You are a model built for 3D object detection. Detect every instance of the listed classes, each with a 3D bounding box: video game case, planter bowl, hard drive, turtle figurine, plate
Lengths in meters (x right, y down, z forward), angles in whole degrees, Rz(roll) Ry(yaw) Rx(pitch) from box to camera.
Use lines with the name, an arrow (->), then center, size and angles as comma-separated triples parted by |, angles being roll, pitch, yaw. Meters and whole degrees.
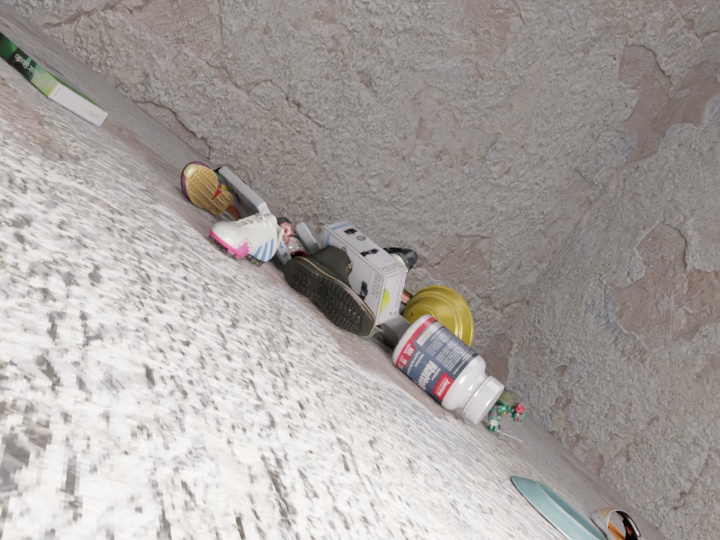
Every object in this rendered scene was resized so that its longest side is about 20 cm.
video game case -> -0.212, -0.102, 1.353 | 0.199, 0.022, 0.184 | 40, -22, 46
planter bowl -> 0.156, 0.134, 1.527 | 0.200, 0.203, 0.083 | 39, 18, 33
hard drive -> -0.098, -0.050, 1.497 | 0.133, 0.026, 0.200 | 57, 2, -4
turtle figurine -> 0.306, 0.311, 1.513 | 0.198, 0.102, 0.149 | 33, 0, 24
plate -> 0.321, 0.384, 1.027 | 0.199, 0.026, 0.200 | 40, 1, -1
plate -> 0.040, 0.107, 1.458 | 0.199, 0.032, 0.201 | 41, -15, 19

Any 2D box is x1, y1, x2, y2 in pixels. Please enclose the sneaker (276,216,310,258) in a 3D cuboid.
sneaker -> -0.139, -0.027, 1.483 | 0.109, 0.066, 0.202 | 61, 0, 30

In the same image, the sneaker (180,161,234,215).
sneaker -> -0.319, -0.173, 1.289 | 0.090, 0.075, 0.200 | 40, -7, 13

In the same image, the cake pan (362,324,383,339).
cake pan -> -0.039, 0.071, 1.330 | 0.199, 0.037, 0.200 | 39, 2, -2

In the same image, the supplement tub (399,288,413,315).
supplement tub -> 0.095, 0.109, 1.740 | 0.199, 0.123, 0.122 | 39, 2, 9

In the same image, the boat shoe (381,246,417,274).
boat shoe -> 0.051, -0.011, 1.358 | 0.075, 0.066, 0.199 | 59, -28, -3

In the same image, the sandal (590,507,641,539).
sandal -> 0.509, 0.503, 1.273 | 0.079, 0.060, 0.207 | 38, 2, 5

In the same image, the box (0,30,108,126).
box -> -0.576, -0.355, 1.211 | 0.199, 0.037, 0.144 | 38, 2, 17

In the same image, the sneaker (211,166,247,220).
sneaker -> -0.269, -0.161, 1.499 | 0.199, 0.080, 0.071 | 38, -31, -3

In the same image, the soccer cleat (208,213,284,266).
soccer cleat -> -0.180, -0.064, 1.068 | 0.069, 0.087, 0.200 | 38, 2, 11

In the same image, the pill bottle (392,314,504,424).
pill bottle -> 0.167, 0.189, 1.245 | 0.199, 0.120, 0.119 | 39, 2, 21

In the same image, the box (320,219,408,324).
box -> 0.000, 0.000, 1.304 | 0.059, 0.119, 0.199 | -17, 43, -36

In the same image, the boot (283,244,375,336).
boot -> -0.027, 0.023, 1.216 | 0.199, 0.078, 0.138 | 40, 34, 14
